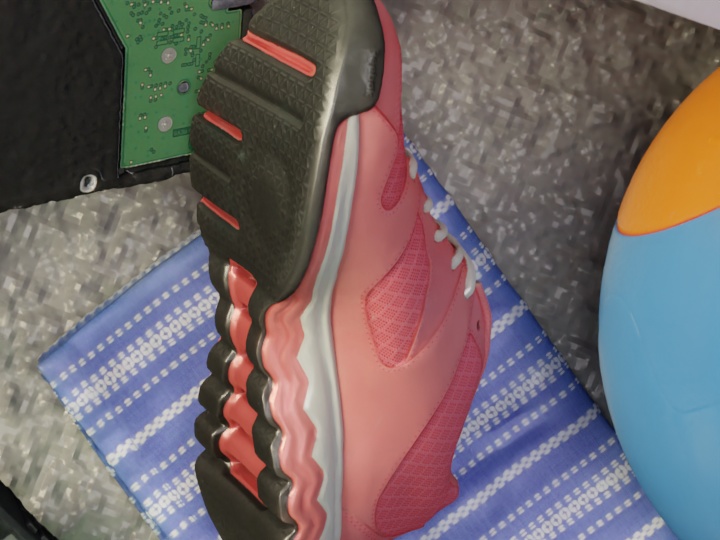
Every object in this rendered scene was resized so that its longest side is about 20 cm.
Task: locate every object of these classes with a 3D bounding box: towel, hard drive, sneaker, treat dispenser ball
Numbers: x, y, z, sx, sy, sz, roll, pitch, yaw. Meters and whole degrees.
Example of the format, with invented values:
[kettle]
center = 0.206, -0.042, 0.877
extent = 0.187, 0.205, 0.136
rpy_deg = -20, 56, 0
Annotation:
[towel]
center = 0.007, 0.066, 0.859
extent = 0.145, 0.024, 0.200
rpy_deg = -37, 100, -7
[hard drive]
center = -0.119, -0.081, 0.736
extent = 0.200, 0.038, 0.140
rpy_deg = -14, 122, -32
[sneaker]
center = 0.000, 0.000, 0.799
extent = 0.087, 0.074, 0.200
rpy_deg = -12, 122, -29
[treat dispenser ball]
center = 0.172, 0.016, 0.797
extent = 0.200, 0.201, 0.201
rpy_deg = -1, 95, -11

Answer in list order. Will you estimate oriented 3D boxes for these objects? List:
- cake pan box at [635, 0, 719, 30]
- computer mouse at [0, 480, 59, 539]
[cake pan box]
center = 0.159, -0.128, 0.747
extent = 0.200, 0.052, 0.184
rpy_deg = 20, 52, 3
[computer mouse]
center = -0.150, 0.057, 0.793
extent = 0.059, 0.034, 0.200
rpy_deg = -33, 125, 5
